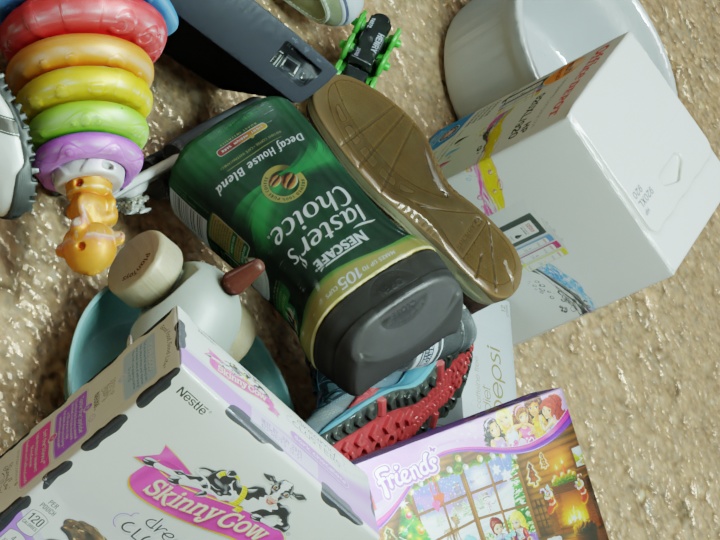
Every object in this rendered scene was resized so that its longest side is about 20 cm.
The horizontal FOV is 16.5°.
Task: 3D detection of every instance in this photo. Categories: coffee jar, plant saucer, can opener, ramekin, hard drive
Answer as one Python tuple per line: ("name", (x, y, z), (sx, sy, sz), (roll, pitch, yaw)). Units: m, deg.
("coffee jar", (-0.028, -0.015, 1.594), (0.104, 0.085, 0.200), (-33, 62, -21))
("plant saucer", (-0.120, 0.100, 1.592), (0.200, 0.036, 0.200), (26, 52, -39))
("can opener", (-0.129, -0.081, 1.671), (0.200, 0.053, 0.066), (-28, 90, -52))
("ramekin", (0.159, -0.154, 2.009), (0.200, 0.098, 0.200), (26, 52, -38))
("hard drive", (-0.123, -0.180, 1.680), (0.200, 0.135, 0.042), (36, 79, -33))

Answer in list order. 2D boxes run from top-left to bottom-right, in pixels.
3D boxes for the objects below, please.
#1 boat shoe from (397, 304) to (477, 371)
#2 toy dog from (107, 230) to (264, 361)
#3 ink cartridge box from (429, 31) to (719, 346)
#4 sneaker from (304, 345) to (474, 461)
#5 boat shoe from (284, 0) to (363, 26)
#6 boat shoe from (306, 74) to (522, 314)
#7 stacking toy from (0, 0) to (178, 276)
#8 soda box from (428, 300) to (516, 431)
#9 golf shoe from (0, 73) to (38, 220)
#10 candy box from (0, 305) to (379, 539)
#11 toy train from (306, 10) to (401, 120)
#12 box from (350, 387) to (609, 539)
("boat shoe", (0.001, -0.002, 1.693), (0.068, 0.074, 0.199), (-12, 34, -41))
("toy dog", (-0.104, 0.062, 1.524), (0.132, 0.096, 0.200), (20, 56, -42))
("ink cartridge box", (0.144, -0.055, 1.851), (0.145, 0.200, 0.147), (54, 38, -13))
("sneaker", (-0.004, 0.087, 1.683), (0.200, 0.096, 0.079), (-36, 140, -53))
("boat shoe", (-0.082, -0.246, 1.820), (0.200, 0.072, 0.062), (45, 60, -13))
("boat shoe", (0.025, -0.047, 1.741), (0.200, 0.072, 0.072), (46, 49, -9))
("stacking toy", (-0.172, -0.088, 1.560), (0.110, 0.116, 0.200), (56, 26, -65))
("soda box", (0.070, 0.112, 1.777), (0.064, 0.068, 0.200), (23, 53, -41))
("golf shoe", (-0.272, -0.111, 1.521), (0.094, 0.078, 0.200), (-29, 91, -34))
("candy box", (-0.118, 0.147, 1.428), (0.168, 0.200, 0.072), (43, 16, -24))
("toy train", (-0.018, -0.116, 1.815), (0.042, 0.056, 0.200), (27, 46, -2))
("box", (0.065, 0.170, 1.619), (0.200, 0.039, 0.137), (-18, 91, -31))
